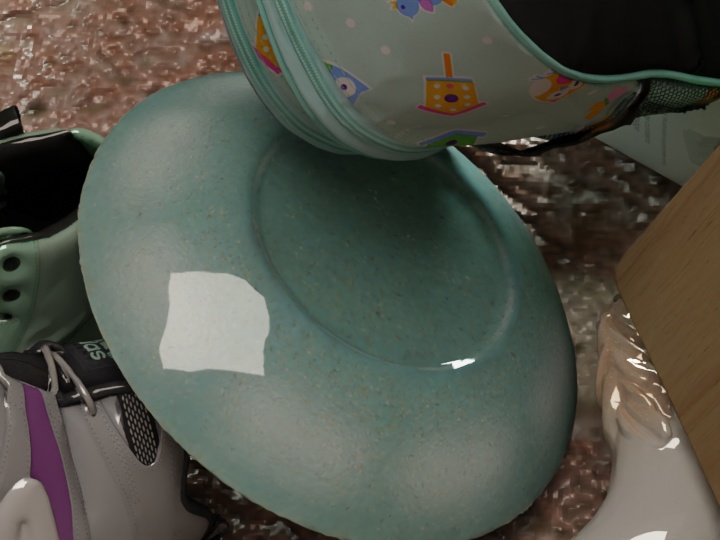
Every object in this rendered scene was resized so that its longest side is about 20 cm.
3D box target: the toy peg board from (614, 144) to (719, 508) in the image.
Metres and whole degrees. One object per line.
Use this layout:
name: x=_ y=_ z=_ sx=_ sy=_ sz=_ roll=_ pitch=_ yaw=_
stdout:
toy peg board: x=0.200 y=0.023 z=0.734 sx=0.098 sy=0.200 sz=0.199 roll=-3 pitch=57 yaw=-33

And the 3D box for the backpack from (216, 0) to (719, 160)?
backpack: x=0.030 y=-0.121 z=0.796 sx=0.153 sy=0.200 sz=0.176 roll=-16 pitch=88 yaw=25

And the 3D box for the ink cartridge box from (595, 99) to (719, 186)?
ink cartridge box: x=0.196 y=-0.080 z=0.911 sx=0.200 sy=0.085 sz=0.146 roll=32 pitch=67 yaw=21

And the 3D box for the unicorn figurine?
unicorn figurine: x=0.110 y=0.089 z=0.817 sx=0.137 sy=0.074 sz=0.200 roll=37 pitch=52 yaw=6

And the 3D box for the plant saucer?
plant saucer: x=0.000 y=0.000 z=0.847 sx=0.201 sy=0.039 sz=0.201 roll=18 pitch=48 yaw=-21

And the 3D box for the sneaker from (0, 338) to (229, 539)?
sneaker: x=-0.117 y=0.037 z=0.818 sx=0.140 sy=0.200 sz=0.078 roll=-40 pitch=31 yaw=-14

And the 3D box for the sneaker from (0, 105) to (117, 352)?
sneaker: x=-0.164 y=0.018 z=0.867 sx=0.200 sy=0.118 sz=0.074 roll=-34 pitch=62 yaw=-13
